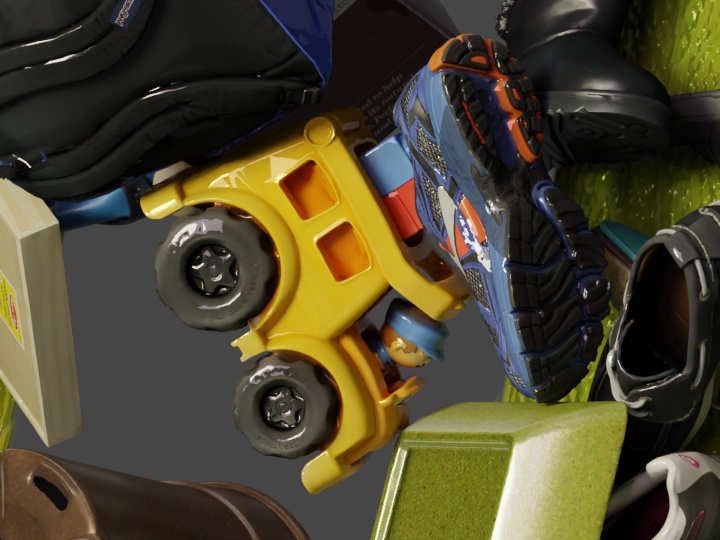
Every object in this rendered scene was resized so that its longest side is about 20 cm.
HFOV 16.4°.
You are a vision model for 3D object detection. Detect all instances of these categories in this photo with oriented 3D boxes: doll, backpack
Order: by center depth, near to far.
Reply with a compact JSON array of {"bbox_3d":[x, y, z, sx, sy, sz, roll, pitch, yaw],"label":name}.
[{"bbox_3d":[-0.130,-0.138,1.370,0.200,0.163,0.168,-28,32,22],"label":"backpack"},{"bbox_3d":[-0.164,-0.054,1.588,0.200,0.136,0.049,6,114,45],"label":"doll"}]

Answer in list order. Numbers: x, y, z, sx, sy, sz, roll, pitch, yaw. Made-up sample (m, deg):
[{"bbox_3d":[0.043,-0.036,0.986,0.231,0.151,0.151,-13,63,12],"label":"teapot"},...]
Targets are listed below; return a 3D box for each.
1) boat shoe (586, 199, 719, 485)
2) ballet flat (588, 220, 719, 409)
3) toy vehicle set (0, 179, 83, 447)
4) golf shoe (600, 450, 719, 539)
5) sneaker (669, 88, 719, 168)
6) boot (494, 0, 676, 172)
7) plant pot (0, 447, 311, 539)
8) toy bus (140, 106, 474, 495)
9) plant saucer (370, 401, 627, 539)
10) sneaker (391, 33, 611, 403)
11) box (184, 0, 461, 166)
[{"bbox_3d":[0.151,0.044,1.312,0.072,0.068,0.200,45,139,23],"label":"boat shoe"},{"bbox_3d":[0.191,0.037,1.358,0.200,0.071,0.071,30,90,37],"label":"ballet flat"},{"bbox_3d":[-0.220,0.004,1.566,0.026,0.200,0.124,-25,53,-21],"label":"toy vehicle set"},{"bbox_3d":[0.120,0.169,1.339,0.200,0.088,0.077,-50,56,10],"label":"golf shoe"},{"bbox_3d":[0.233,-0.052,1.355,0.200,0.060,0.105,-7,90,50],"label":"sneaker"},{"bbox_3d":[0.129,-0.147,1.416,0.200,0.076,0.169,-7,66,69],"label":"boot"},{"bbox_3d":[-0.152,0.198,1.436,0.200,0.198,0.201,-12,67,30],"label":"plant pot"},{"bbox_3d":[0.000,0.000,1.426,0.192,0.136,0.200,-29,91,11],"label":"toy bus"},{"bbox_3d":[0.053,0.161,1.349,0.200,0.048,0.201,-7,67,64],"label":"plant saucer"},{"bbox_3d":[0.074,-0.025,1.349,0.078,0.075,0.201,-21,85,56],"label":"sneaker"},{"bbox_3d":[-0.069,-0.174,1.538,0.166,0.164,0.200,-40,56,14],"label":"box"}]
